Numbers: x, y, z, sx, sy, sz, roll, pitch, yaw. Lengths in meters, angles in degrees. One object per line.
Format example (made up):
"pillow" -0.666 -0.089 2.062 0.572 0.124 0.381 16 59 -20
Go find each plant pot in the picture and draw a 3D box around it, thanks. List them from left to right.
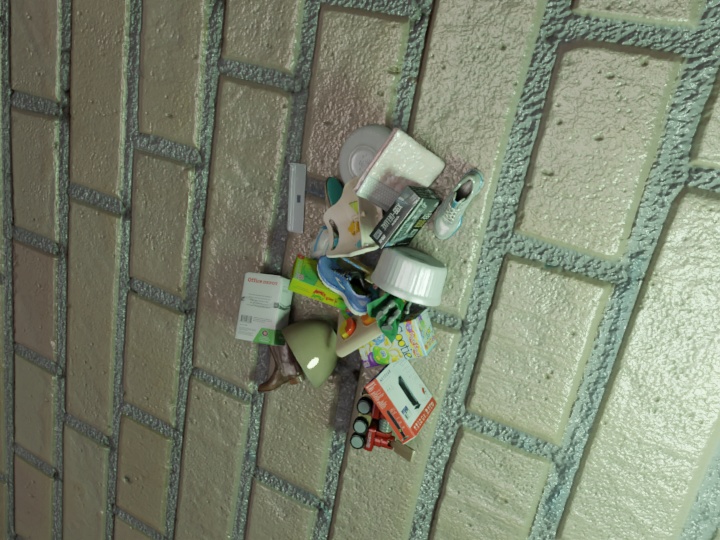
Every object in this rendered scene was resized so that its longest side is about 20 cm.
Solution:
"plant pot" -0.130 0.225 1.628 0.132 0.200 0.203 -33 86 -8

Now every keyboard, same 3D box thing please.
"keyboard" -0.190 -0.215 1.643 0.054 0.011 0.207 9 106 18

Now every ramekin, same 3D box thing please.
"ramekin" 0.132 0.007 1.435 0.196 0.199 0.101 23 103 19

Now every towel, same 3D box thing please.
"towel" 0.100 -0.238 1.395 0.193 0.197 0.033 -52 45 18

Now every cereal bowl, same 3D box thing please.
"cereal bowl" 0.023 -0.289 1.483 0.194 0.083 0.208 6 103 25

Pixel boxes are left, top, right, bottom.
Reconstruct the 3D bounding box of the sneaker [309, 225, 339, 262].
"sneaker" -0.118 -0.035 1.618 0.081 0.075 0.203 51 126 35

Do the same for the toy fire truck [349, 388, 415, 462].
"toy fire truck" 0.077 0.460 1.611 0.193 0.129 0.182 14 107 9

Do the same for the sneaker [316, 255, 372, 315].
"sneaker" -0.037 0.023 1.483 0.199 0.078 0.090 42 132 17

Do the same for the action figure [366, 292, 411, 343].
"action figure" 0.097 0.091 1.466 0.054 0.200 0.120 -24 102 34

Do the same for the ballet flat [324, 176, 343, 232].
"ballet flat" -0.062 -0.163 1.564 0.067 0.067 0.205 -24 89 55

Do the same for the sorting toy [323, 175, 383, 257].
"sorting toy" -0.031 -0.118 1.473 0.176 0.106 0.207 -17 70 34

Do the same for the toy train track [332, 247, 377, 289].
"toy train track" 0.000 0.000 1.534 0.196 0.115 0.033 31 118 9

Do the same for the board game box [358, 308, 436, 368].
"board game box" 0.099 0.191 1.540 0.195 0.104 0.106 -17 94 27

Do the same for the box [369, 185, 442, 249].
"box" 0.119 -0.135 1.398 0.050 0.199 0.159 44 110 15

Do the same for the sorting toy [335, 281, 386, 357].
"sorting toy" -0.002 0.119 1.540 0.183 0.204 0.036 -33 127 28

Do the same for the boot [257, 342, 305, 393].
"boot" -0.283 0.277 1.764 0.181 0.064 0.206 -20 96 14

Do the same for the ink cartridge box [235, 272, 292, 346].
"ink cartridge box" -0.293 0.118 1.690 0.141 0.084 0.208 6 84 23

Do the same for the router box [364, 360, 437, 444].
"router box" 0.115 0.345 1.512 0.049 0.199 0.182 -38 85 27

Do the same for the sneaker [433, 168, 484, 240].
"sneaker" 0.239 -0.166 1.404 0.074 0.086 0.204 33 114 13

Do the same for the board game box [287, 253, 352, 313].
"board game box" -0.099 0.036 1.539 0.194 0.103 0.048 21 129 -13
